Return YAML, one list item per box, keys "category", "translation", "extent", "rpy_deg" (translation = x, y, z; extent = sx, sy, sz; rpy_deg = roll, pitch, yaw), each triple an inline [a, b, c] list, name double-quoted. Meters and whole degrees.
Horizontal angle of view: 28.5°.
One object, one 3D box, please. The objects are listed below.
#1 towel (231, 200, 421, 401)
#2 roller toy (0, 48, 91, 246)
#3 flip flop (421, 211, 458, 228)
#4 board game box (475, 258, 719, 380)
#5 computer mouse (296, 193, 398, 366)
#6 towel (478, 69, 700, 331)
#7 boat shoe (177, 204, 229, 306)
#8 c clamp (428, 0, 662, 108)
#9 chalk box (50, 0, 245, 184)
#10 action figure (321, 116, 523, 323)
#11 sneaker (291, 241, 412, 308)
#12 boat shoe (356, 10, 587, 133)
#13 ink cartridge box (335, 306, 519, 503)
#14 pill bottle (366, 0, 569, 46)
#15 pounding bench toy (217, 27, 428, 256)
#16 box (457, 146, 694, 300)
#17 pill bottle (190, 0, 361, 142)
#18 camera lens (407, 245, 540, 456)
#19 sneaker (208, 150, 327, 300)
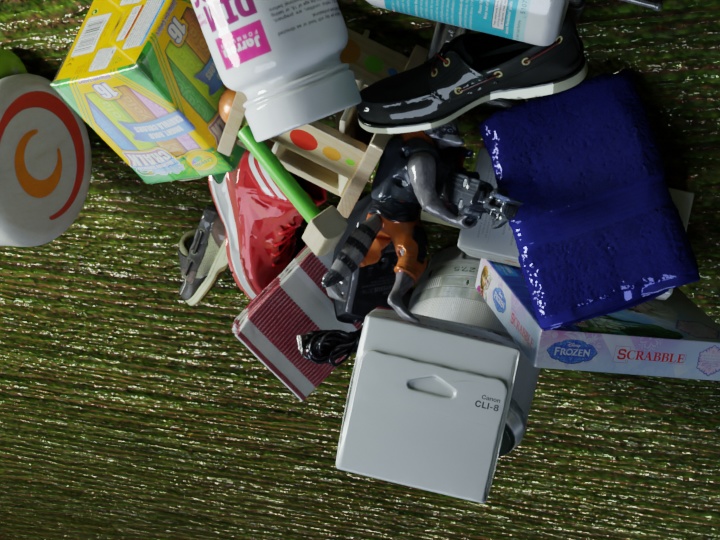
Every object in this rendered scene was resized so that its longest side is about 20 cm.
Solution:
- category: "towel"
  translation: [-0.035, 0.033, 1.566]
  extent: [0.144, 0.200, 0.023]
  rpy_deg: [48, 173, -38]
- category: "roller toy"
  translation: [-0.393, -0.114, 1.517]
  extent: [0.139, 0.201, 0.183]
  rpy_deg: [1, 151, 30]
- category: "flip flop"
  translation: [0.138, -0.048, 1.449]
  extent: [0.199, 0.058, 0.081]
  rpy_deg: [10, 149, 14]
- category: "board game box"
  translation: [0.234, 0.043, 1.377]
  extent: [0.198, 0.200, 0.041]
  rpy_deg: [5, 110, -14]
- category: "computer mouse"
  translation: [0.000, 0.000, 1.522]
  extent: [0.138, 0.201, 0.053]
  rpy_deg: [-3, -156, -43]
- category: "towel"
  translation: [0.200, -0.061, 1.251]
  extent: [0.147, 0.201, 0.050]
  rpy_deg: [-18, 177, 10]
- category: "boat shoe"
  translation: [-0.181, -0.023, 1.671]
  extent: [0.065, 0.073, 0.200]
  rpy_deg: [35, 144, -5]
- category: "c clamp"
  translation: [0.145, -0.196, 1.237]
  extent: [0.170, 0.027, 0.200]
  rpy_deg: [21, 150, -2]
- category: "chalk box"
  translation: [-0.173, -0.168, 1.371]
  extent: [0.123, 0.125, 0.200]
  rpy_deg: [-5, 142, 37]
- category: "action figure"
  translation: [0.049, -0.056, 1.264]
  extent: [0.104, 0.195, 0.200]
  rpy_deg: [23, 174, -27]
- category: "sneaker"
  translation: [-0.016, 0.023, 1.637]
  extent: [0.199, 0.073, 0.112]
  rpy_deg: [11, 150, 17]
- category: "boat shoe"
  translation: [0.087, -0.169, 1.191]
  extent: [0.200, 0.074, 0.063]
  rpy_deg: [-15, 130, 13]
- category: "ink cartridge box"
  translation: [0.064, 0.120, 1.343]
  extent: [0.144, 0.146, 0.200]
  rpy_deg: [12, -179, 4]
- category: "pill bottle"
  translation: [0.069, -0.250, 1.110]
  extent: [0.199, 0.111, 0.111]
  rpy_deg: [15, 150, 7]
- category: "pounding bench toy"
  translation: [-0.056, -0.129, 1.281]
  extent: [0.155, 0.201, 0.124]
  rpy_deg: [26, 150, -3]
- category: "box"
  translation: [0.202, -0.042, 1.338]
  extent: [0.199, 0.098, 0.124]
  rpy_deg: [14, 179, 9]
- category: "pill bottle"
  translation: [-0.077, -0.215, 1.158]
  extent: [0.113, 0.113, 0.201]
  rpy_deg: [-15, 99, 44]
- category: "camera lens"
  translation: [0.118, 0.094, 1.548]
  extent: [0.159, 0.201, 0.160]
  rpy_deg: [14, 149, 9]
- category: "sneaker"
  translation: [-0.085, -0.041, 1.540]
  extent: [0.115, 0.079, 0.201]
  rpy_deg: [-1, 129, 26]
